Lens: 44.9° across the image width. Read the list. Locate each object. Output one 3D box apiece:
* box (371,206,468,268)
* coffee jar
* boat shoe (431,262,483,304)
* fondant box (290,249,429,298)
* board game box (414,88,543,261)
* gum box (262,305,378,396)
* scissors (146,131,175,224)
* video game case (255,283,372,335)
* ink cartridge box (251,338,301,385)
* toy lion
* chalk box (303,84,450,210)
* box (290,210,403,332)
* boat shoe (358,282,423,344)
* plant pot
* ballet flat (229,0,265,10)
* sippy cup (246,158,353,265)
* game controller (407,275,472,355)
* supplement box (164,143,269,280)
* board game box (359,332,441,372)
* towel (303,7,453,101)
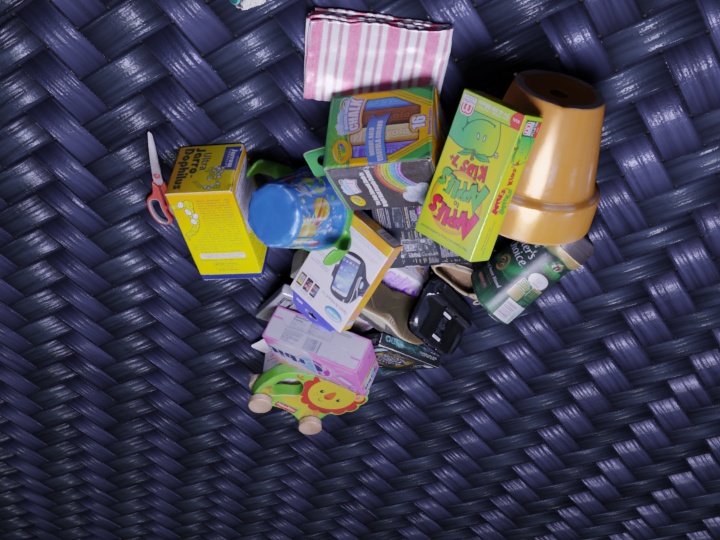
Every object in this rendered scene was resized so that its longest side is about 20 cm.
[{"bbox_3d":[0.099,-0.096,1.375,0.159,0.044,0.201,-4,129,13],"label":"box"},{"bbox_3d":[0.276,-0.012,1.398,0.085,0.105,0.200,37,113,-27],"label":"coffee jar"},{"bbox_3d":[0.190,0.019,1.507,0.199,0.063,0.073,33,133,-27],"label":"boat shoe"},{"bbox_3d":[0.000,0.000,1.517,0.199,0.059,0.144,28,135,-25],"label":"fondant box"},{"bbox_3d":[0.153,-0.124,1.145,0.047,0.101,0.201,-5,120,-50],"label":"board game box"},{"bbox_3d":[-0.074,0.143,1.557,0.199,0.066,0.114,19,155,19],"label":"gum box"},{"bbox_3d":[-0.337,-0.146,1.425,0.073,0.014,0.201,-3,140,14],"label":"scissors"},{"bbox_3d":[-0.085,0.085,1.603,0.181,0.024,0.200,19,159,-15],"label":"video game case"},{"bbox_3d":[-0.116,0.199,1.750,0.116,0.068,0.200,-29,132,35],"label":"ink cartridge box"},{"bbox_3d":[-0.091,0.231,1.693,0.199,0.069,0.191,29,127,-30],"label":"toy lion"},{"bbox_3d":[0.021,-0.170,1.245,0.198,0.125,0.125,-2,154,17],"label":"chalk box"},{"bbox_3d":[-0.030,0.003,1.400,0.119,0.041,0.201,42,119,17],"label":"box"},{"bbox_3d":[0.041,0.067,1.501,0.066,0.072,0.200,1,156,47],"label":"boat shoe"},{"bbox_3d":[0.249,-0.166,1.201,0.199,0.201,0.184,10,125,-4],"label":"plant pot"},{"bbox_3d":[-0.117,-0.409,1.062,0.071,0.072,0.200,15,141,-9],"label":"ballet flat"},{"bbox_3d":[-0.099,-0.090,1.325,0.177,0.130,0.141,13,105,27],"label":"sippy cup"},{"bbox_3d":[0.141,0.084,1.534,0.042,0.105,0.200,33,176,34],"label":"game controller"},{"bbox_3d":[-0.222,-0.091,1.401,0.109,0.109,0.201,-2,139,10],"label":"supplement box"},{"bbox_3d":[0.038,0.155,1.623,0.135,0.028,0.200,23,161,-27],"label":"board game box"},{"bbox_3d":[0.021,-0.284,1.204,0.198,0.030,0.147,7,140,-1],"label":"towel"}]
